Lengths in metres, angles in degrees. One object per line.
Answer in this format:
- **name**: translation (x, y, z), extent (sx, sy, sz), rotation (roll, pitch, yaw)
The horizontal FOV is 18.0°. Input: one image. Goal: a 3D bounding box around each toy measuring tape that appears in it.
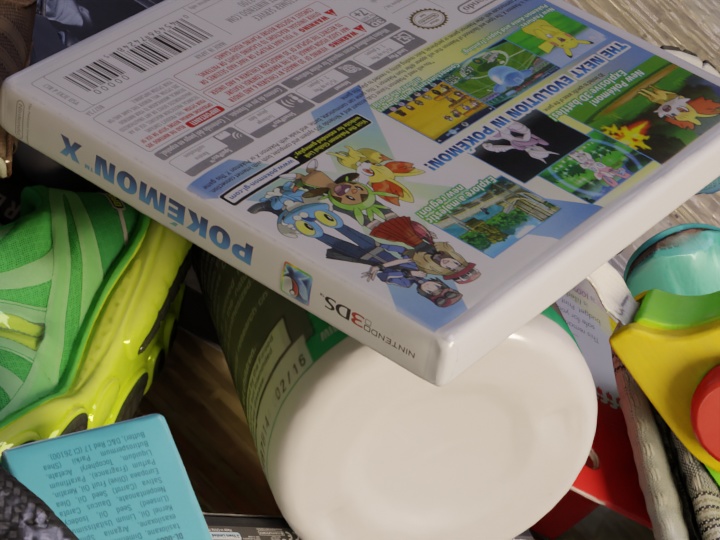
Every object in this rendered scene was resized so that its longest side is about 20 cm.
- **toy measuring tape**: translation (0.124, 0.010, 0.819), extent (0.200, 0.073, 0.074), rotation (53, 30, -8)

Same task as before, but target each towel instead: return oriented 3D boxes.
- **towel**: translation (0.157, 0.139, 0.896), extent (0.193, 0.034, 0.201), rotation (43, 27, -55)

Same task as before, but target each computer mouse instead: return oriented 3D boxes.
- **computer mouse**: translation (-0.116, -0.100, 0.879), extent (0.058, 0.034, 0.200), rotation (23, 37, -28)

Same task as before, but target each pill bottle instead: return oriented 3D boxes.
- **pill bottle**: translation (0.000, 0.000, 0.804), extent (0.113, 0.113, 0.200), rotation (21, 28, -33)

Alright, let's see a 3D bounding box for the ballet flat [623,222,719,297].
- **ballet flat**: translation (0.168, 0.040, 1.004), extent (0.071, 0.067, 0.200), rotation (68, 11, 24)

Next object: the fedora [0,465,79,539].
- **fedora**: translation (-0.131, 0.127, 0.563), extent (0.201, 0.200, 0.092), rotation (50, -2, 10)

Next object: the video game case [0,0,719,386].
- **video game case**: translation (0.013, -0.052, 0.763), extent (0.182, 0.022, 0.200), rotation (30, 40, 25)

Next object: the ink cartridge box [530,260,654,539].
- **ink cartridge box**: translation (0.050, 0.028, 0.931), extent (0.116, 0.067, 0.200), rotation (28, 35, -28)

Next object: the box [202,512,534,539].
- **box**: translation (0.009, 0.158, 0.751), extent (0.200, 0.049, 0.162), rotation (8, 45, -44)

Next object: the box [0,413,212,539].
- **box**: translation (-0.048, 0.145, 0.614), extent (0.049, 0.082, 0.200), rotation (-12, 57, -20)

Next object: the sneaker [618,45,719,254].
- **sneaker**: translation (0.095, -0.044, 0.956), extent (0.200, 0.078, 0.090), rotation (3, 67, -46)

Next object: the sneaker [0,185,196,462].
- **sneaker**: translation (-0.120, 0.039, 0.740), extent (0.083, 0.074, 0.200), rotation (17, 36, 10)

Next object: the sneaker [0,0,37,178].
- **sneaker**: translation (-0.148, -0.060, 0.773), extent (0.200, 0.070, 0.076), rotation (-71, 147, -67)

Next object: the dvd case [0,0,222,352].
- **dvd case**: translation (-0.100, -0.071, 0.918), extent (0.150, 0.025, 0.200), rotation (31, 33, -21)
